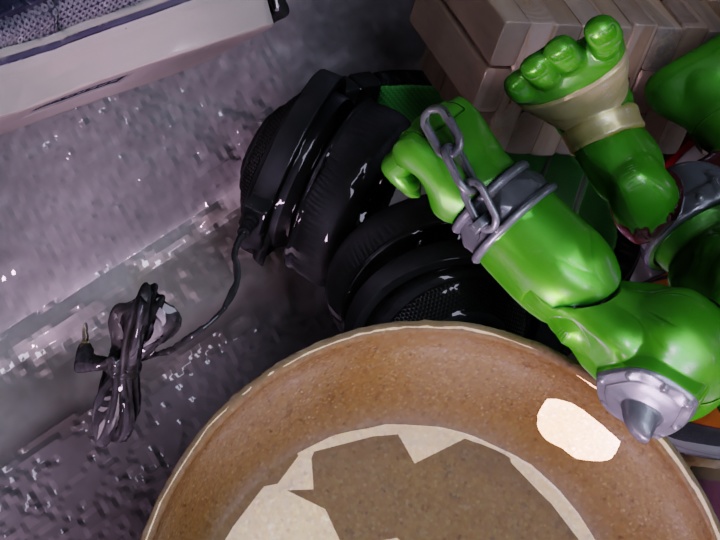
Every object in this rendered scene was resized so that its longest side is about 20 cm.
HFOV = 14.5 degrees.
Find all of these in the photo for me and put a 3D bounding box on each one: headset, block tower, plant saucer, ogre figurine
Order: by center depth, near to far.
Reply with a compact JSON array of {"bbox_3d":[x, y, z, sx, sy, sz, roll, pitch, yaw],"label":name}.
[{"bbox_3d":[0.020,0.116,0.840,0.199,0.035,0.201,4,78,-20],"label":"plant saucer"},{"bbox_3d":[0.116,-0.018,0.880,0.200,0.098,0.120,-7,65,-50],"label":"ogre figurine"},{"bbox_3d":[0.000,0.000,0.925,0.199,0.094,0.124,-17,51,-39],"label":"headset"},{"bbox_3d":[0.114,-0.076,0.969,0.199,0.058,0.054,0,129,-29],"label":"block tower"}]

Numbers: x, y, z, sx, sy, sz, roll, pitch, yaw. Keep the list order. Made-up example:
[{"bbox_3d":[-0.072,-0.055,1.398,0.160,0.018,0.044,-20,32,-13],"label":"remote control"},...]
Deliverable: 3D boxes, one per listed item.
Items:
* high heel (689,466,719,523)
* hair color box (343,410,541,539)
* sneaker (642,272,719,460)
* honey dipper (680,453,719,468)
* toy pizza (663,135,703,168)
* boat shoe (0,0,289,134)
[{"bbox_3d":[0.147,0.127,0.964,0.200,0.067,0.097,21,78,-54],"label":"high heel"},{"bbox_3d":[-0.030,0.142,0.894,0.061,0.101,0.200,42,67,-18],"label":"hair color box"},{"bbox_3d":[0.165,-0.009,0.965,0.200,0.112,0.078,-20,60,-44],"label":"sneaker"},{"bbox_3d":[0.122,0.062,0.980,0.200,0.038,0.038,-27,100,-51],"label":"honey dipper"},{"bbox_3d":[0.162,-0.084,1.058,0.199,0.032,0.201,2,85,-29],"label":"toy pizza"},{"bbox_3d":[-0.122,-0.090,0.883,0.200,0.075,0.093,-22,91,-37],"label":"boat shoe"}]
